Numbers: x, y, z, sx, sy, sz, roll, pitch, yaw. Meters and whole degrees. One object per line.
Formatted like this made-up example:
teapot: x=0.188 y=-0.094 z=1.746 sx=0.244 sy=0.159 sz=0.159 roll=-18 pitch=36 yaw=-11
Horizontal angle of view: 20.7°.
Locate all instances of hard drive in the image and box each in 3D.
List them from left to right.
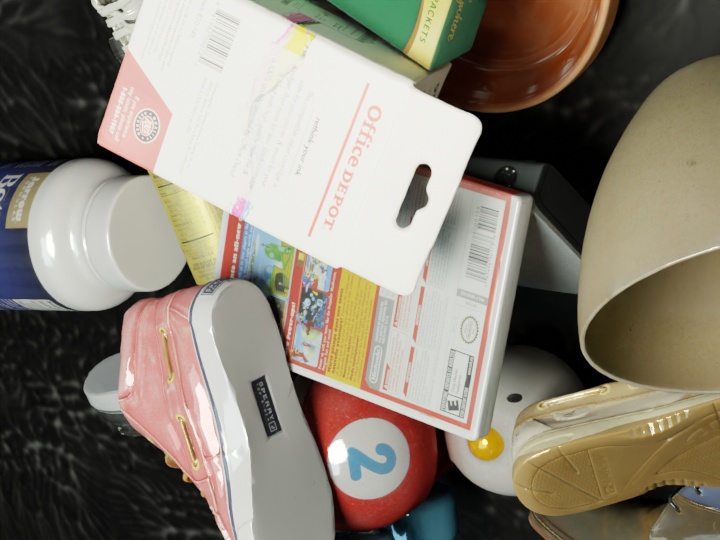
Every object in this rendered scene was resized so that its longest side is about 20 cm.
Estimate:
hard drive: x=0.050 y=-0.033 z=1.191 sx=0.199 sy=0.033 sz=0.140 roll=8 pitch=161 yaw=35

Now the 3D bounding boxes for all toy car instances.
toy car: x=0.067 y=0.098 z=1.229 sx=0.199 sy=0.177 sz=0.185 roll=-2 pitch=100 yaw=28

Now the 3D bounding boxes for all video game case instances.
video game case: x=0.000 y=0.000 z=1.138 sx=0.200 sy=0.017 sz=0.144 roll=19 pitch=108 yaw=31

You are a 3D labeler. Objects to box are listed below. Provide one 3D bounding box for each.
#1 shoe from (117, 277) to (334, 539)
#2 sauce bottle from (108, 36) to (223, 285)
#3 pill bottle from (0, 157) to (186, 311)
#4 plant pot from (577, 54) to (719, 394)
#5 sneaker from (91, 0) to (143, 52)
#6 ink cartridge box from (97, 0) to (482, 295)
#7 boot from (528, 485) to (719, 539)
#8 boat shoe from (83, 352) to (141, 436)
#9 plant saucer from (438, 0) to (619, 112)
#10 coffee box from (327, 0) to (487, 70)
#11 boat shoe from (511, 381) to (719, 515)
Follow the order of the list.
shoe: x=-0.082 y=0.106 z=1.175 sx=0.091 sy=0.071 sz=0.201 roll=-9 pitch=97 yaw=43
sauce bottle: x=-0.114 y=-0.075 z=1.353 sx=0.065 sy=0.065 sz=0.201 roll=-13 pitch=102 yaw=44
pill bottle: x=-0.221 y=-0.026 z=1.437 sx=0.200 sy=0.111 sz=0.111 roll=-1 pitch=112 yaw=41
plant pot: x=0.205 y=-0.035 z=1.030 sx=0.200 sy=0.200 sz=0.135 roll=-36 pitch=51 yaw=46
sneaker: x=-0.126 y=-0.159 z=1.206 sx=0.076 sy=0.080 sz=0.201 roll=1 pitch=115 yaw=39
ink cartridge box: x=-0.031 y=-0.083 z=1.078 sx=0.200 sy=0.067 sz=0.117 roll=28 pitch=114 yaw=12
boot: x=0.201 y=0.144 z=1.202 sx=0.199 sy=0.075 sz=0.097 roll=16 pitch=113 yaw=23
boat shoe: x=-0.122 y=0.093 z=1.458 sx=0.200 sy=0.069 sz=0.057 roll=-1 pitch=131 yaw=43
plant saucer: x=0.067 y=-0.192 z=1.152 sx=0.200 sy=0.032 sz=0.201 roll=21 pitch=126 yaw=31
coffee box: x=-0.010 y=-0.210 z=1.048 sx=0.200 sy=0.044 sz=0.123 roll=38 pitch=133 yaw=19
boat shoe: x=0.182 y=0.084 z=1.139 sx=0.199 sy=0.069 sz=0.074 roll=-10 pitch=127 yaw=2
